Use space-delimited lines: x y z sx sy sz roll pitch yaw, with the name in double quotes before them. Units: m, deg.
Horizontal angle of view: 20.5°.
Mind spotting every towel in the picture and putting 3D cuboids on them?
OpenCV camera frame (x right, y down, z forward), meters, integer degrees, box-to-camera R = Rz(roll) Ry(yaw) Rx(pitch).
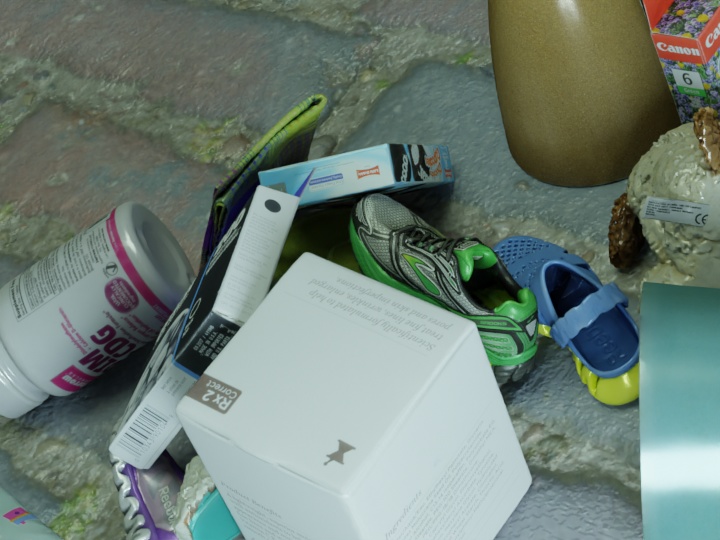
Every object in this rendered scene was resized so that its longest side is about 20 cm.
"towel" -0.086 -0.063 1.739 0.023 0.200 0.144 38 65 10

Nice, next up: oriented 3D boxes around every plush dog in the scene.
"plush dog" 0.270 -0.064 1.576 0.199 0.161 0.172 -31 17 -3

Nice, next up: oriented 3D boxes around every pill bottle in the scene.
"pill bottle" -0.249 0.038 1.751 0.199 0.113 0.114 -33 39 13

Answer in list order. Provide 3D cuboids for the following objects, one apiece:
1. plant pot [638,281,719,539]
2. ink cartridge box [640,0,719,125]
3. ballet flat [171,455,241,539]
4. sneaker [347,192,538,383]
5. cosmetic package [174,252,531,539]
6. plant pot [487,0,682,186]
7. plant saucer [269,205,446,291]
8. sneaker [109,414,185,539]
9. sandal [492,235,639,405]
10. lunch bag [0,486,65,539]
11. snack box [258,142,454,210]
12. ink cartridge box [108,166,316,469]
"plant pot" 0.273 0.108 1.351 0.159 0.202 0.202 -1 46 10
"ink cartridge box" 0.292 -0.203 1.644 0.050 0.201 0.109 15 56 39
"ballet flat" -0.096 0.159 1.548 0.071 0.073 0.200 6 21 33
"sneaker" 0.071 -0.004 1.585 0.200 0.086 0.078 39 48 26
"cosmetic package" 0.000 0.129 1.454 0.164 0.201 0.165 22 60 33
"plant pot" 0.184 -0.210 1.714 0.185 0.201 0.187 -16 41 14
"plant saucer" 0.000 0.000 1.668 0.198 0.031 0.201 2 36 -1
"sneaker" -0.145 0.191 1.586 0.088 0.081 0.201 -19 46 0
"sandal" 0.163 0.019 1.577 0.079 0.087 0.200 -38 40 -9
"lunch bag" -0.306 0.283 1.542 0.200 0.123 0.170 -40 42 -23
"snack box" 0.000 -0.080 1.710 0.115 0.038 0.200 -12 -1 18
"ink cartridge box" -0.116 0.029 1.578 0.198 0.043 0.201 -52 12 41
